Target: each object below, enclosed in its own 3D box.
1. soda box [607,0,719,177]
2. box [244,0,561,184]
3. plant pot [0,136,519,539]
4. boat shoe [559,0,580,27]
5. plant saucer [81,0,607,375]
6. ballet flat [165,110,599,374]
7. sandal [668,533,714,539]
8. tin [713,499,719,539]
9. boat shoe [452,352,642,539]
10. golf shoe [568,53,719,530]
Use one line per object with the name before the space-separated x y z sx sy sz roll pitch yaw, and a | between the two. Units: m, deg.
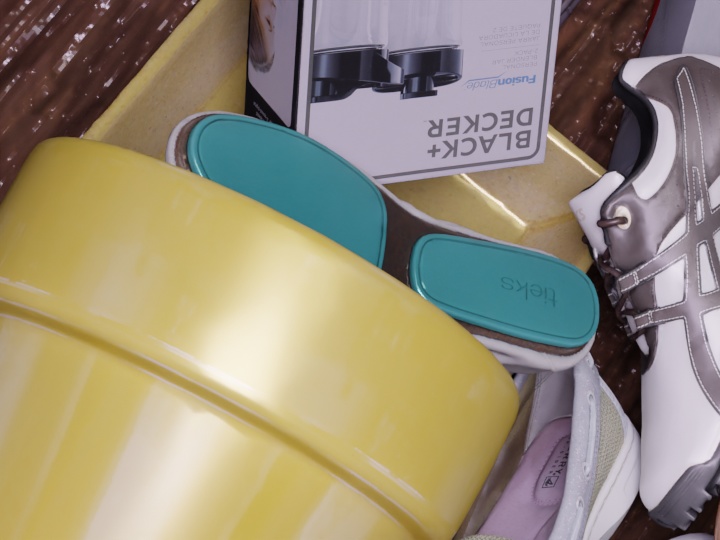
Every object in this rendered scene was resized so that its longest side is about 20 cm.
soda box | 0.172 -0.119 1.208 0.063 0.068 0.200 22 66 -10
box | 0.021 -0.135 1.045 0.117 0.200 0.060 -7 31 -22
plant pot | -0.072 0.082 0.944 0.201 0.201 0.189 30 78 -7
boat shoe | 0.095 -0.155 1.199 0.200 0.072 0.065 -48 115 -39
plant saucer | -0.018 -0.016 1.117 0.200 0.048 0.200 39 64 -2
ballet flat | 0.000 0.000 1.042 0.200 0.069 0.069 22 64 -26
sandal | 0.076 0.169 1.078 0.203 0.082 0.050 -37 43 -25
tin | 0.180 0.173 1.071 0.112 0.042 0.200 -14 96 -62
boat shoe | 0.057 0.106 1.053 0.202 0.074 0.065 -53 127 -45
golf shoe | 0.126 0.006 1.102 0.094 0.078 0.200 13 78 -5
